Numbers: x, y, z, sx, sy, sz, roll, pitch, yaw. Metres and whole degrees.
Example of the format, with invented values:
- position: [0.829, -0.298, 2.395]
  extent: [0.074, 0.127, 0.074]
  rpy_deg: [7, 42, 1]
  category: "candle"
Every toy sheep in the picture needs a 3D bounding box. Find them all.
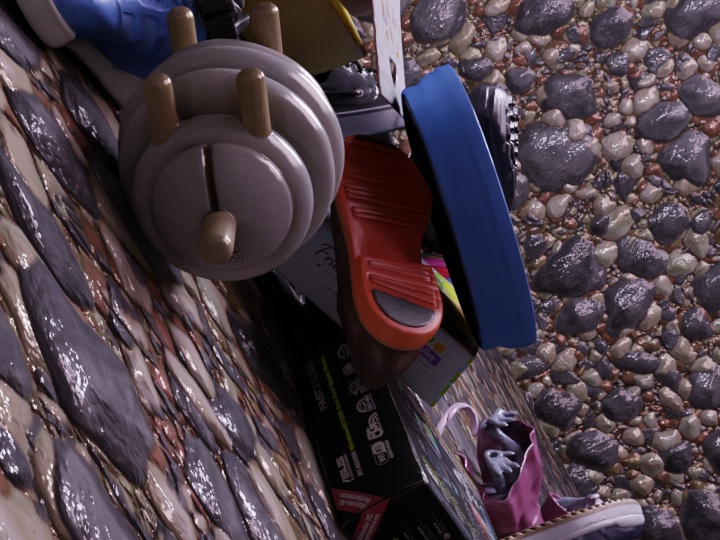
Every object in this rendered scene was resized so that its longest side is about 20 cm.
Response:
- position: [-0.072, -0.063, 0.929]
  extent: [0.138, 0.138, 0.200]
  rpy_deg: [59, 21, -24]
  category: "toy sheep"

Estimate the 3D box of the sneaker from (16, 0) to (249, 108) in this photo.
- position: [-0.129, -0.167, 0.972]
  extent: [0.077, 0.111, 0.200]
  rpy_deg: [62, 6, 23]
  category: "sneaker"

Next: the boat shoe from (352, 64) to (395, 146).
- position: [-0.003, -0.131, 1.384]
  extent: [0.074, 0.066, 0.200]
  rpy_deg: [7, -61, 59]
  category: "boat shoe"

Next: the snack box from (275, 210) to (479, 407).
- position: [0.000, 0.000, 1.237]
  extent: [0.200, 0.053, 0.142]
  rpy_deg: [41, 12, -1]
  category: "snack box"

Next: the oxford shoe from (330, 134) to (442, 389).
- position: [0.005, -0.011, 1.122]
  extent: [0.071, 0.073, 0.200]
  rpy_deg: [14, 42, -16]
  category: "oxford shoe"

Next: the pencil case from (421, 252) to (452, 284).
- position: [0.046, 0.024, 1.423]
  extent: [0.089, 0.088, 0.200]
  rpy_deg: [60, -6, -12]
  category: "pencil case"

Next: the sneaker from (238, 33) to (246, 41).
- position: [-0.089, -0.112, 1.129]
  extent: [0.200, 0.082, 0.073]
  rpy_deg: [52, 15, -24]
  category: "sneaker"

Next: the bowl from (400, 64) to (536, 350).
- position: [0.072, -0.040, 1.170]
  extent: [0.201, 0.039, 0.201]
  rpy_deg: [163, -90, -89]
  category: "bowl"

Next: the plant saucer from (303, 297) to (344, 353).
- position: [0.005, 0.087, 1.317]
  extent: [0.201, 0.037, 0.200]
  rpy_deg: [60, 6, -11]
  category: "plant saucer"

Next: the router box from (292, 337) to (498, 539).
- position: [0.037, 0.157, 1.141]
  extent: [0.200, 0.062, 0.150]
  rpy_deg: [57, 8, -39]
  category: "router box"

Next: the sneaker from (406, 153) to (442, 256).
- position: [0.048, -0.073, 1.514]
  extent: [0.200, 0.082, 0.078]
  rpy_deg: [36, -2, 20]
  category: "sneaker"

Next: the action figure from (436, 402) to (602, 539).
- position: [0.143, 0.244, 1.640]
  extent: [0.149, 0.134, 0.200]
  rpy_deg: [12, -47, 38]
  category: "action figure"

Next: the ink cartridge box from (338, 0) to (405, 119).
- position: [0.000, -0.197, 1.180]
  extent: [0.200, 0.043, 0.174]
  rpy_deg: [3, 84, -83]
  category: "ink cartridge box"

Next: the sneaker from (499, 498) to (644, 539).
- position: [0.107, 0.214, 1.032]
  extent: [0.070, 0.200, 0.109]
  rpy_deg: [-39, -109, 55]
  category: "sneaker"

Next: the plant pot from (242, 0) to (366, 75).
- position: [-0.104, -0.208, 1.219]
  extent: [0.200, 0.142, 0.200]
  rpy_deg: [60, 7, -12]
  category: "plant pot"

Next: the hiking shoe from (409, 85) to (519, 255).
- position: [0.068, -0.069, 1.323]
  extent: [0.200, 0.100, 0.076]
  rpy_deg: [93, 2, -55]
  category: "hiking shoe"

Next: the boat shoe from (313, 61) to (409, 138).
- position: [-0.026, -0.132, 1.301]
  extent: [0.070, 0.199, 0.066]
  rpy_deg: [-175, -103, -75]
  category: "boat shoe"
